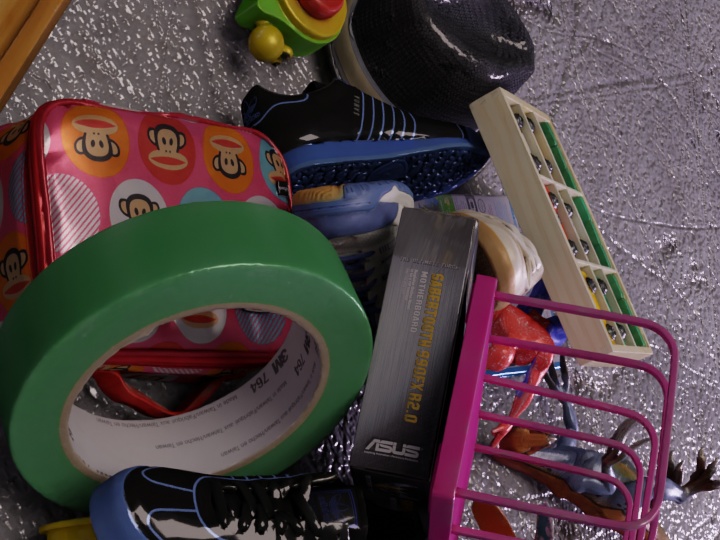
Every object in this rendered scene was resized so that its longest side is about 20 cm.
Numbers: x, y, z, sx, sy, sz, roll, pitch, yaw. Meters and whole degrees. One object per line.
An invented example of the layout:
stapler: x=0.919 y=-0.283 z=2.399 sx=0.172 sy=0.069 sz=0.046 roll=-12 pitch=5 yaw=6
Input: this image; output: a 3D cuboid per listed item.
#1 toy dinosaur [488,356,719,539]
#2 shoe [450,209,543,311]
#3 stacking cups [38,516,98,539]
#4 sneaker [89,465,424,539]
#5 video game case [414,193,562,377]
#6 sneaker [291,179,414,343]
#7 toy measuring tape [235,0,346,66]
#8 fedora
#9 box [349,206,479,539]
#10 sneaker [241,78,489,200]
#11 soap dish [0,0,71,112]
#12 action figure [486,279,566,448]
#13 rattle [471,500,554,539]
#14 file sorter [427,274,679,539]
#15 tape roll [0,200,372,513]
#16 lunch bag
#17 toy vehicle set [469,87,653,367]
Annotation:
toy dinosaur: x=0.179 y=0.162 z=1.097 sx=0.179 sy=0.105 sz=0.203 roll=-3 pitch=94 yaw=-21
shoe: x=0.088 y=-0.015 z=0.982 sx=0.053 sy=0.200 sz=0.070 roll=-29 pitch=91 yaw=-3
stacking cups: x=-0.135 y=0.233 z=0.769 sx=0.060 sy=0.060 sz=0.202 roll=5 pitch=74 yaw=-44
sneaker: x=-0.050 y=0.135 z=0.790 sx=0.199 sy=0.078 sz=0.071 roll=23 pitch=39 yaw=-43
video game case: x=0.074 y=0.012 z=1.100 sx=0.199 sy=0.018 sz=0.145 roll=-2 pitch=75 yaw=-47
sneaker: x=0.000 y=0.000 z=0.925 sx=0.200 sy=0.074 sz=0.089 roll=63 pitch=25 yaw=-77
toy measuring tape: x=-0.034 y=-0.215 z=1.049 sx=0.073 sy=0.073 sz=0.201 roll=42 pitch=48 yaw=-25
fedora: x=0.065 y=-0.169 z=1.111 sx=0.199 sy=0.091 sz=0.203 roll=20 pitch=60 yaw=-39
box: x=0.036 y=0.075 z=0.905 sx=0.048 sy=0.200 sz=0.160 roll=10 pitch=68 yaw=7
sneaker: x=0.006 y=-0.096 z=1.017 sx=0.199 sy=0.070 sz=0.078 roll=-4 pitch=60 yaw=-44
soap dish: x=-0.240 y=-0.160 z=0.801 sx=0.157 sy=0.081 sz=0.201 roll=42 pitch=47 yaw=-25
action figure: x=0.114 y=0.061 z=1.057 sx=0.065 sy=0.099 sz=0.200 roll=38 pitch=18 yaw=13
rattle: x=0.125 y=0.272 z=0.994 sx=0.143 sy=0.130 sz=0.201 roll=36 pitch=31 yaw=-37
file sorter: x=0.110 y=0.126 z=0.859 sx=0.124 sy=0.201 sz=0.140 roll=11 pitch=56 yaw=7
tape roll: x=-0.093 y=0.052 z=0.775 sx=0.199 sy=0.201 sz=0.048 roll=15 pitch=37 yaw=-41
lunch bag: x=-0.125 y=-0.002 z=0.860 sx=0.199 sy=0.081 sz=0.178 roll=5 pitch=75 yaw=-46
toy vehicle set: x=0.146 y=-0.027 z=1.050 sx=0.124 sy=0.026 sz=0.202 roll=8 pitch=58 yaw=-67
